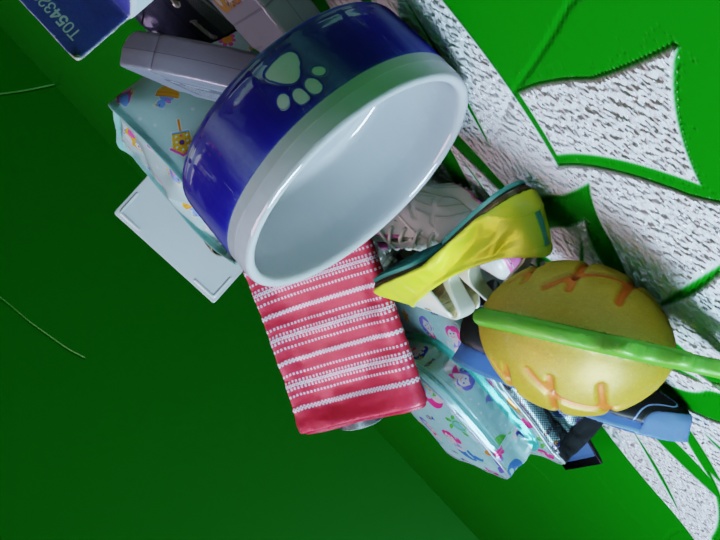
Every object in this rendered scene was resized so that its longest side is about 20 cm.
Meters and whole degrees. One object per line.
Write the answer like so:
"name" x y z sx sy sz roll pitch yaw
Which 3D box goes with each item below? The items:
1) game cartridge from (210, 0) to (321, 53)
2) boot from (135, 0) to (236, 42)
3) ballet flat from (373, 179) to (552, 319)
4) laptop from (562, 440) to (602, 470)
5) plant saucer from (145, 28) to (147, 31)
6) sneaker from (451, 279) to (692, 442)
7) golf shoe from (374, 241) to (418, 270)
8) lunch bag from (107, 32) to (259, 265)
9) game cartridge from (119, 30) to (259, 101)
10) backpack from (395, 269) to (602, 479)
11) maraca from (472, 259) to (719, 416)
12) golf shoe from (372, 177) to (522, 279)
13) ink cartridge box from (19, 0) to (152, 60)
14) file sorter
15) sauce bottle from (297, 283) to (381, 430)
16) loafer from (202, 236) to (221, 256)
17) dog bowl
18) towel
"game cartridge" -0.110 -0.238 1.014 0.200 0.042 0.133 47 176 -13
"boot" -0.179 -0.258 1.184 0.200 0.090 0.073 41 -146 -35
"ballet flat" 0.077 -0.001 1.069 0.200 0.067 0.067 -35 83 52
"laptop" 0.136 0.138 1.437 0.199 0.104 0.177 8 169 -2
"plant saucer" -0.192 -0.228 1.482 0.201 0.039 0.202 -8 -90 -90
"sneaker" 0.175 0.072 1.114 0.199 0.078 0.070 21 -179 8
"golf shoe" 0.000 0.000 1.308 0.097 0.078 0.201 35 131 28
"lunch bag" -0.117 -0.121 1.347 0.200 0.170 0.122 46 162 17
"game cartridge" -0.093 -0.157 1.171 0.199 0.041 0.133 15 -176 22
"backpack" 0.106 0.077 1.244 0.200 0.150 0.177 58 163 -16
"maraca" 0.164 0.050 0.965 0.137 0.107 0.200 10 -179 -37
"golf shoe" 0.051 -0.039 1.172 0.200 0.091 0.075 39 166 37
"ink cartridge box" -0.171 -0.269 0.901 0.196 0.200 0.043 45 171 12
"file sorter" -0.141 -0.086 1.504 0.139 0.200 0.125 42 176 -3
"sauce bottle" -0.024 0.043 1.248 0.065 0.064 0.201 -168 62 -75
"loafer" -0.067 -0.045 1.403 0.076 0.199 0.068 78 -174 -47
"dog bowl" -0.023 -0.086 0.973 0.079 0.200 0.200 48 171 18
"towel" -0.031 0.038 1.198 0.144 0.022 0.201 -15 98 37
